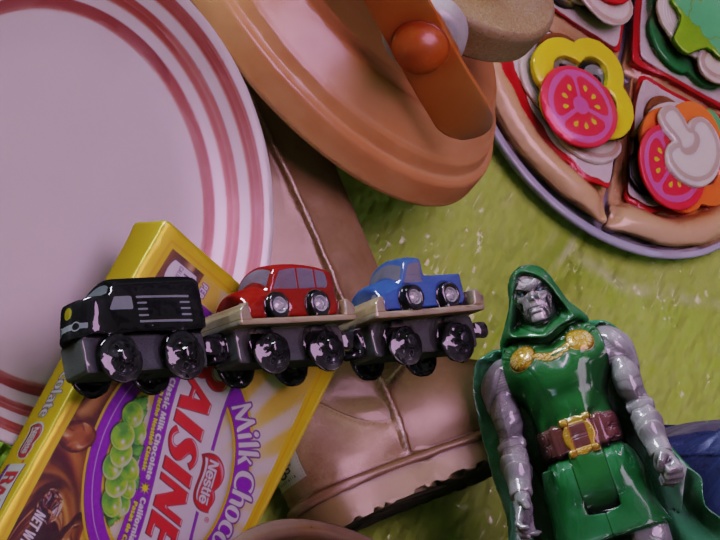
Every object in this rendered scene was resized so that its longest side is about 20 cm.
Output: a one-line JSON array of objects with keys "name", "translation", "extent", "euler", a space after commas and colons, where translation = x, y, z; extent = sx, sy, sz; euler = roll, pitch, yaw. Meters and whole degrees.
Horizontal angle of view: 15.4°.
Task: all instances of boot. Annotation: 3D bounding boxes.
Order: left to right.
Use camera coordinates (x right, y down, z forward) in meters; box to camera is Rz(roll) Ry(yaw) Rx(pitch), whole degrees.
[{"name": "boot", "translation": [0.000, 0.000, 1.124], "extent": [0.175, 0.066, 0.200], "euler": [-18, 78, -39]}]

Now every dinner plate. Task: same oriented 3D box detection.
[{"name": "dinner plate", "translation": [-0.115, -0.028, 1.016], "extent": [0.200, 0.024, 0.201], "euler": [5, 83, -43]}]

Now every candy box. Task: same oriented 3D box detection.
[{"name": "candy box", "translation": [-0.088, 0.090, 0.994], "extent": [0.102, 0.026, 0.200], "euler": [43, 61, -31]}]

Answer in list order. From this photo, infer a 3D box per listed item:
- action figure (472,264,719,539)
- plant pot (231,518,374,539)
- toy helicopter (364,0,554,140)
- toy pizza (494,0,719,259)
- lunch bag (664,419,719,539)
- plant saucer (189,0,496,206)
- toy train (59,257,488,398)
[{"name": "action figure", "translation": [0.095, 0.090, 1.062], "extent": [0.118, 0.055, 0.201], "euler": [-19, 72, 0]}, {"name": "plant pot", "translation": [-0.011, 0.199, 0.974], "extent": [0.201, 0.093, 0.201], "euler": [35, 31, -24]}, {"name": "toy helicopter", "translation": [0.000, -0.132, 1.082], "extent": [0.200, 0.079, 0.133], "euler": [16, 51, -36]}, {"name": "toy pizza", "translation": [0.131, -0.101, 1.300], "extent": [0.200, 0.032, 0.201], "euler": [18, 57, -29]}, {"name": "lunch bag", "translation": [0.185, 0.132, 1.154], "extent": [0.199, 0.132, 0.136], "euler": [5, 81, -35]}, {"name": "plant saucer", "translation": [-0.006, -0.119, 1.155], "extent": [0.200, 0.037, 0.200], "euler": [38, 29, -26]}, {"name": "toy train", "translation": [-0.030, 0.020, 1.014], "extent": [0.200, 0.034, 0.046], "euler": [-2, 75, -40]}]
